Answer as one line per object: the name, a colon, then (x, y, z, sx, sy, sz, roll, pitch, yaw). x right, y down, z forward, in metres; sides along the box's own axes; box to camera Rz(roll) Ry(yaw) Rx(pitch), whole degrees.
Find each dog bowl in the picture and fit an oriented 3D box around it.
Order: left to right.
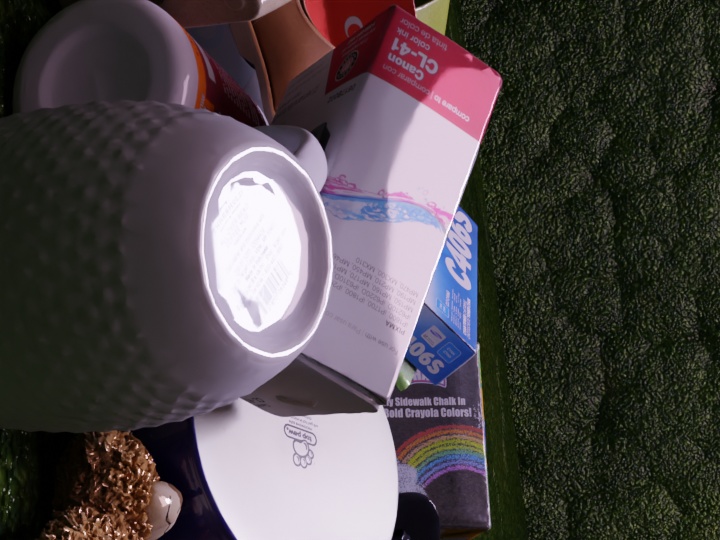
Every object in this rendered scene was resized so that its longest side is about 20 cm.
dog bowl: (-0.064, 0.123, 0.746, 0.199, 0.078, 0.203, 32, 45, -39)

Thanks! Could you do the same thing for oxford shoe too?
oxford shoe: (-0.034, -0.118, 0.796, 0.071, 0.070, 0.203, -100, 170, -81)

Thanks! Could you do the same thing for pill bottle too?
pill bottle: (-0.120, -0.082, 0.711, 0.200, 0.111, 0.115, 37, 47, -71)

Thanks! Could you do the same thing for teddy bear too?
teddy bear: (-0.137, 0.177, 0.596, 0.201, 0.066, 0.147, -76, 157, -56)

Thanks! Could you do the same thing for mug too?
mug: (-0.094, -0.016, 0.525, 0.200, 0.173, 0.149, -46, 123, -46)

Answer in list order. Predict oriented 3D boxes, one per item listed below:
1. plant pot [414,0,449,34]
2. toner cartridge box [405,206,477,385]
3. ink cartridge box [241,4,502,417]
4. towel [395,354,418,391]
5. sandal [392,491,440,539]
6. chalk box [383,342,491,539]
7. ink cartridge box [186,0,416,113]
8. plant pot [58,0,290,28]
plant pot: (-0.011, -0.162, 1.012, 0.188, 0.184, 0.203, -78, 168, -55)
toner cartridge box: (0.045, -0.009, 0.870, 0.095, 0.043, 0.201, 42, 25, -17)
ink cartridge box: (-0.016, -0.027, 0.645, 0.085, 0.147, 0.202, 31, 68, -21)
towel: (0.000, 0.000, 0.867, 0.150, 0.031, 0.200, 49, 23, -6)
sandal: (-0.014, 0.241, 0.844, 0.043, 0.199, 0.077, 5, -55, 62)
chalk box: (0.036, 0.131, 0.982, 0.124, 0.123, 0.203, 113, -22, -67)
ink cartridge box: (-0.053, -0.144, 0.841, 0.047, 0.197, 0.163, -45, 126, -71)
plant pot: (-0.113, -0.255, 0.702, 0.178, 0.197, 0.202, -70, 151, -44)
